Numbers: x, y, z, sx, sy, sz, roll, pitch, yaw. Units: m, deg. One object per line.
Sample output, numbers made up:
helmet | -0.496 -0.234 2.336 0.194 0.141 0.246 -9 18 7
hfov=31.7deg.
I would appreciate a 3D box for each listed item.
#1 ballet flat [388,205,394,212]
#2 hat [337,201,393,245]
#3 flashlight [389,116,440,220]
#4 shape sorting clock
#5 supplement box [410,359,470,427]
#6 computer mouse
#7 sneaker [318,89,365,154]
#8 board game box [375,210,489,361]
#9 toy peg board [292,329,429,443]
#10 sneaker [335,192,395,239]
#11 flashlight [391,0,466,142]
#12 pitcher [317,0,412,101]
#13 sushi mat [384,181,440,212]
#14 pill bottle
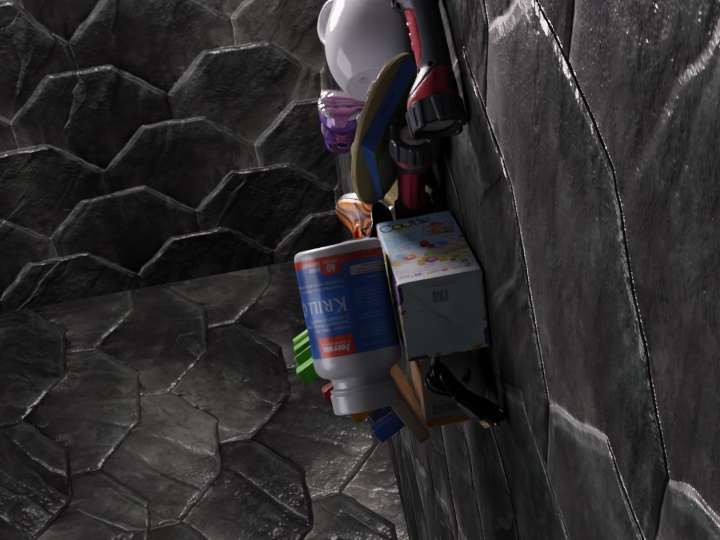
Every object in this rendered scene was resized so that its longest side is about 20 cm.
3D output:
ballet flat | 0.084 -0.015 1.977 0.070 0.069 0.202 -104 1 -50
hat | 0.000 0.000 1.719 0.200 0.080 0.204 -2 -90 -76
flashlight | 0.072 -0.116 1.643 0.201 0.067 0.068 84 -151 -54
shape sorting clock | 0.034 -0.185 1.657 0.201 0.039 0.201 -58 -20 -34
supplement box | 0.104 0.097 1.757 0.126 0.072 0.202 -105 7 -60
computer mouse | 0.124 0.128 1.552 0.044 0.109 0.200 -55 6 9
sneaker | -0.024 -0.209 1.833 0.200 0.079 0.090 -94 9 -77
board game box | 0.086 0.015 1.574 0.200 0.103 0.104 -106 7 -66
toy peg board | -0.009 0.147 1.764 0.200 0.097 0.200 54 -175 -15
sneaker | 0.013 -0.037 1.875 0.199 0.112 0.078 32 151 35
flashlight | 0.069 -0.247 1.425 0.068 0.067 0.203 105 154 -71
pitcher | -0.005 -0.330 1.786 0.172 0.120 0.202 -43 47 49
sushi mat | 0.059 -0.115 1.825 0.200 0.012 0.097 43 150 48
pill bottle | -0.010 0.069 1.549 0.112 0.111 0.203 153 106 -86
